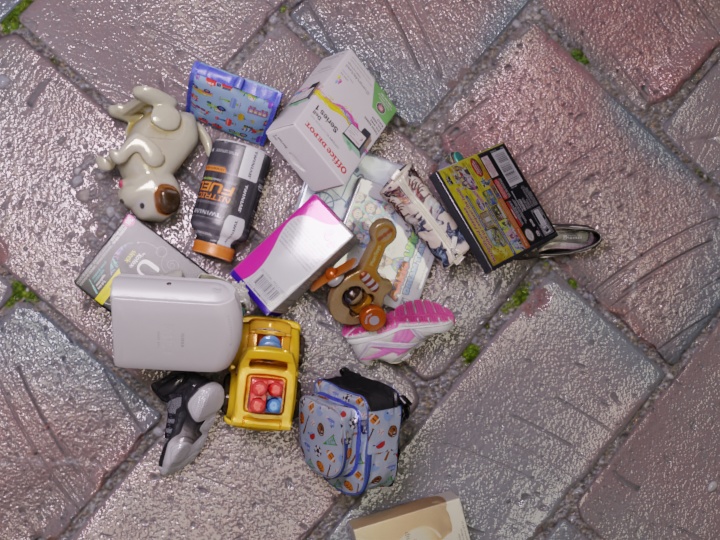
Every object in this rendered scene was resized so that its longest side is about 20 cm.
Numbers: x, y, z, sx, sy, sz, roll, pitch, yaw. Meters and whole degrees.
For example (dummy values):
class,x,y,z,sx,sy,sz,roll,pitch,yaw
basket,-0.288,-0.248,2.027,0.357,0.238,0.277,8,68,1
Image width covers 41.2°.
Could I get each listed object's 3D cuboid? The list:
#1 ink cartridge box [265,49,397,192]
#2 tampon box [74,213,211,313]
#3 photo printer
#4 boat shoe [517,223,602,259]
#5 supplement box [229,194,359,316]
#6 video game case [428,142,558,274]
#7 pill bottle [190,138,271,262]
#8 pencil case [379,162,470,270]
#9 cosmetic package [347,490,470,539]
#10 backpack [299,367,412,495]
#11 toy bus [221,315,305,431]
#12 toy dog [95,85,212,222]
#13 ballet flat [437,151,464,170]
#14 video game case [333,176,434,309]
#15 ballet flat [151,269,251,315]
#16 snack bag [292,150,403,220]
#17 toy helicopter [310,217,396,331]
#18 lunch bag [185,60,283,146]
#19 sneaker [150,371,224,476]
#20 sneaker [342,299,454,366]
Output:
class,x,y,z,sx,sy,sz,roll,pitch,yaw
ink cartridge box,-0.047,-0.256,1.648,0.145,0.084,0.200,49,57,-27
tampon box,-0.352,0.026,1.621,0.200,0.126,0.150,37,83,-6
photo printer,-0.284,0.085,1.495,0.200,0.069,0.167,4,131,-8
boat shoe,0.349,-0.058,1.771,0.200,0.057,0.067,-5,89,-9
supplement box,-0.110,-0.024,1.650,0.200,0.103,0.101,-42,82,4
video game case,0.238,-0.114,1.700,0.181,0.025,0.200,-25,83,-34
pill bottle,-0.230,-0.118,1.657,0.106,0.106,0.200,16,85,-8
pencil case,0.116,-0.095,1.681,0.078,0.089,0.200,-41,97,-8
cosmetic package,0.088,0.472,1.701,0.200,0.071,0.105,-16,91,-9
backpack,-0.013,0.285,1.634,0.154,0.200,0.191,-14,105,-28
toy bus,-0.161,0.176,1.615,0.136,0.192,0.200,7,85,-7
toy dog,-0.354,-0.180,1.628,0.194,0.139,0.200,21,67,-44
ballet flat,0.211,-0.125,1.754,0.072,0.072,0.200,-40,91,-8
video game case,0.046,-0.043,1.724,0.182,0.024,0.200,21,87,-12
ballet flat,-0.275,0.033,1.546,0.200,0.072,0.072,10,86,-12
snack bag,-0.009,-0.130,1.736,0.200,0.021,0.189,18,86,-11
toy helicopter,0.000,0.000,1.638,0.132,0.079,0.200,17,108,-21
lunch bag,-0.213,-0.293,1.619,0.150,0.200,0.094,21,85,-8
sneaker,-0.315,0.250,1.648,0.114,0.075,0.200,38,111,26
sneaker,0.073,0.115,1.705,0.200,0.081,0.088,-12,118,11
